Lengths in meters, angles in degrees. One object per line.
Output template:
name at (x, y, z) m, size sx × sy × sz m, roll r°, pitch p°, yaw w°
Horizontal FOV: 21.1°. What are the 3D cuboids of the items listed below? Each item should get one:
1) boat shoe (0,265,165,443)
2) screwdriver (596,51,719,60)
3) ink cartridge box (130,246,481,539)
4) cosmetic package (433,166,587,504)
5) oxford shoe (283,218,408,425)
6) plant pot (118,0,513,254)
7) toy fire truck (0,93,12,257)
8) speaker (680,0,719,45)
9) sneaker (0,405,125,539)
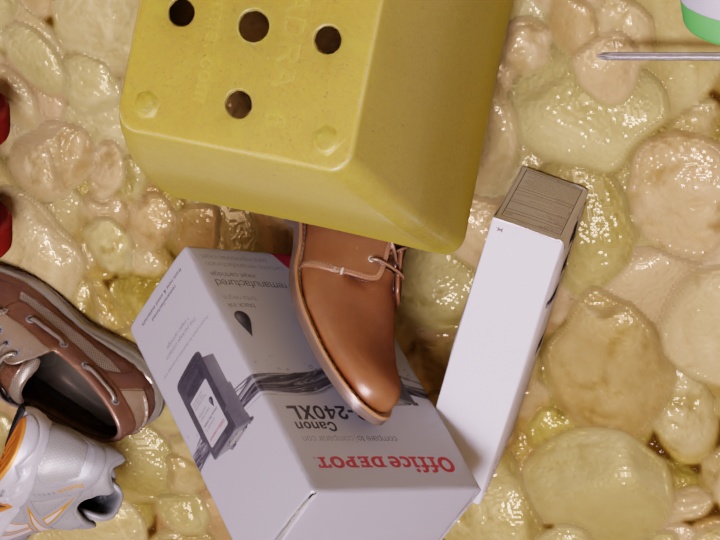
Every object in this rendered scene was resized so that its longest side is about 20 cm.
boat shoe at (-0.234, 0.058, 1.366) m, size 0.199 × 0.072 × 0.076 m, roll 25°, pitch 121°, yaw 8°
screwdriver at (0.237, -0.129, 1.128) m, size 0.199 × 0.028 × 0.029 m, roll 7°, pitch 86°, yaw 18°
ink cartridge box at (-0.035, 0.088, 1.211) m, size 0.084 × 0.145 × 0.201 m, roll -53°, pitch 51°, yaw 30°
cosmetic package at (0.090, 0.043, 1.233) m, size 0.050 × 0.083 × 0.201 m, roll 21°, pitch 121°, yaw 10°
oxford shoe at (0.000, 0.000, 1.194) m, size 0.071 × 0.201 × 0.071 m, roll -29°, pitch 143°, yaw 25°
plant pot at (-0.035, -0.128, 1.102) m, size 0.199 × 0.176 × 0.202 m, roll 12°, pitch 92°, yaw 15°
toy fire truck at (-0.328, -0.052, 1.278) m, size 0.167 × 0.200 × 0.113 m, roll 11°, pitch 123°, yaw 10°
speaker at (0.223, -0.226, 1.050) m, size 0.088 × 0.089 × 0.201 m, roll 11°, pitch 118°, yaw 15°
sneaker at (-0.220, 0.165, 1.384) m, size 0.091 × 0.076 × 0.200 m, roll 19°, pitch 155°, yaw -8°
